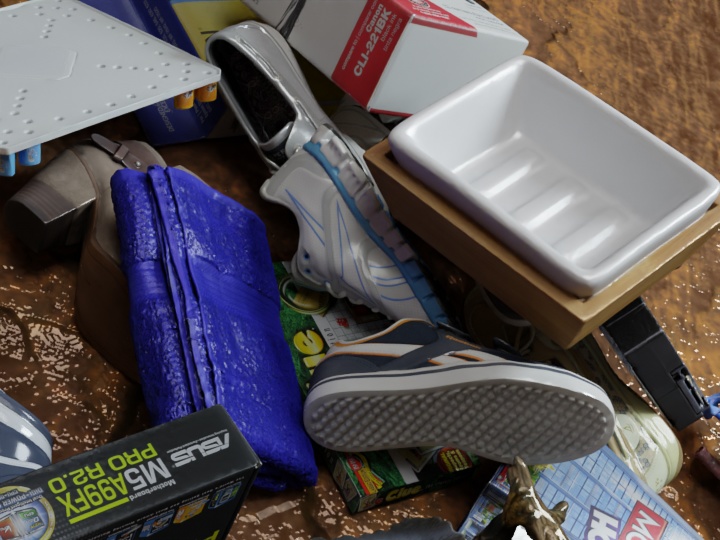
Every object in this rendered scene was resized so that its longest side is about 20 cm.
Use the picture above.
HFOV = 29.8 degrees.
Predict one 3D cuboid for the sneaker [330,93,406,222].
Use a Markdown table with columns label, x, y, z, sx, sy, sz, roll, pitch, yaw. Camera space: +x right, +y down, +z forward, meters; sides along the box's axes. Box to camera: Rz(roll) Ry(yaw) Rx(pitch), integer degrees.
| label | x | y | z | sx | sy | sz | roll | pitch | yaw |
| --- | --- | --- | --- | --- | --- | --- | --- | --- | --- |
| sneaker | 0.051 | -0.062 | 1.083 | 0.200 | 0.075 | 0.081 | 37 | 65 | 7 |

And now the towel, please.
| label | x | y | z | sx | sy | sz | roll | pitch | yaw |
| --- | --- | --- | --- | --- | --- | --- | --- | --- | --- |
| towel | -0.088 | 0.035 | 0.869 | 0.147 | 0.049 | 0.201 | 25 | 44 | -51 |

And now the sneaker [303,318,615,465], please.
| label | x | y | z | sx | sy | sz | roll | pitch | yaw |
| --- | --- | --- | --- | --- | --- | --- | --- | --- | --- |
| sneaker | 0.065 | 0.074 | 0.886 | 0.199 | 0.079 | 0.080 | 4 | 36 | 3 |

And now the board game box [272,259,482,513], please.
| label | x | y | z | sx | sy | sz | roll | pitch | yaw |
| --- | --- | --- | --- | --- | --- | --- | --- | --- | --- |
| board game box | -0.005 | 0.072 | 0.956 | 0.104 | 0.024 | 0.200 | -12 | 55 | -31 |

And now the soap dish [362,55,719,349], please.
| label | x | y | z | sx | sy | sz | roll | pitch | yaw |
| --- | --- | --- | --- | --- | --- | --- | --- | --- | --- |
| soap dish | 0.124 | -0.048 | 0.907 | 0.157 | 0.082 | 0.200 | -33 | 55 | -29 |

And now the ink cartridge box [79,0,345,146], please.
| label | x | y | z | sx | sy | sz | roll | pitch | yaw |
| --- | --- | --- | --- | --- | --- | --- | --- | --- | --- |
| ink cartridge box | -0.115 | -0.195 | 1.137 | 0.199 | 0.047 | 0.198 | -8 | 55 | -35 |

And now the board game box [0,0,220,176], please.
| label | x | y | z | sx | sy | sz | roll | pitch | yaw |
| --- | --- | --- | --- | --- | --- | --- | --- | --- | --- |
| board game box | -0.239 | -0.142 | 0.993 | 0.199 | 0.026 | 0.200 | 29 | 39 | 33 |

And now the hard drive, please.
| label | x | y | z | sx | sy | sz | roll | pitch | yaw |
| --- | --- | --- | --- | --- | --- | --- | --- | --- | --- |
| hard drive | 0.181 | 0.012 | 1.004 | 0.140 | 0.038 | 0.200 | 46 | 13 | -51 |

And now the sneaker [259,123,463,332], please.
| label | x | y | z | sx | sy | sz | roll | pitch | yaw |
| --- | --- | --- | --- | --- | --- | --- | --- | --- | --- |
| sneaker | 0.000 | 0.000 | 0.969 | 0.200 | 0.086 | 0.075 | 56 | 4 | 7 |

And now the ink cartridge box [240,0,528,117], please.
| label | x | y | z | sx | sy | sz | roll | pitch | yaw |
| --- | --- | --- | --- | --- | --- | --- | --- | --- | --- |
| ink cartridge box | 0.011 | -0.204 | 1.076 | 0.144 | 0.084 | 0.200 | 1 | 34 | -47 |

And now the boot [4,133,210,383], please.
| label | x | y | z | sx | sy | sz | roll | pitch | yaw |
| --- | --- | --- | --- | --- | --- | --- | --- | --- | --- |
| boot | -0.145 | -0.016 | 0.941 | 0.200 | 0.070 | 0.146 | 48 | 38 | 10 |

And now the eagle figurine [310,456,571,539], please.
| label | x | y | z | sx | sy | sz | roll | pitch | yaw |
| --- | --- | --- | --- | --- | --- | --- | --- | --- | --- |
| eagle figurine | 0.035 | 0.196 | 0.769 | 0.151 | 0.200 | 0.152 | 47 | 16 | -21 |

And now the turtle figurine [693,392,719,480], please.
| label | x | y | z | sx | sy | sz | roll | pitch | yaw |
| --- | --- | --- | --- | --- | --- | --- | --- | --- | --- |
| turtle figurine | 0.361 | 0.142 | 0.981 | 0.199 | 0.144 | 0.195 | -1 | 54 | -22 |

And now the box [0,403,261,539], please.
| label | x | y | z | sx | sy | sz | roll | pitch | yaw |
| --- | --- | --- | --- | --- | --- | --- | --- | --- | --- |
| box | -0.161 | 0.159 | 0.697 | 0.199 | 0.161 | 0.044 | -17 | 57 | -37 |

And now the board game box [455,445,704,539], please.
| label | x | y | z | sx | sy | sz | roll | pitch | yaw |
| --- | --- | --- | --- | --- | --- | --- | --- | --- | --- |
| board game box | 0.156 | 0.208 | 0.876 | 0.199 | 0.062 | 0.200 | 34 | 44 | 8 |

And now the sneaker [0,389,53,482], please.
| label | x | y | z | sx | sy | sz | roll | pitch | yaw |
| --- | --- | --- | --- | --- | --- | --- | --- | --- | --- |
| sneaker | -0.267 | 0.110 | 0.757 | 0.199 | 0.070 | 0.109 | 14 | 45 | -17 |

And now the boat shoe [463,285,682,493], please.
| label | x | y | z | sx | sy | sz | roll | pitch | yaw |
| --- | --- | --- | --- | --- | --- | --- | --- | --- | --- |
| boat shoe | 0.145 | 0.086 | 0.976 | 0.200 | 0.073 | 0.063 | 43 | 43 | 15 |

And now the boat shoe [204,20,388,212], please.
| label | x | y | z | sx | sy | sz | roll | pitch | yaw |
| --- | --- | --- | --- | --- | --- | --- | --- | --- | --- |
| boat shoe | -0.051 | -0.099 | 1.021 | 0.068 | 0.072 | 0.201 | -26 | 89 | -59 |

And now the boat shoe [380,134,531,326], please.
| label | x | y | z | sx | sy | sz | roll | pitch | yaw |
| --- | --- | --- | --- | --- | --- | --- | --- | --- | --- |
| boat shoe | 0.079 | -0.047 | 0.990 | 0.067 | 0.057 | 0.200 | -26 | 57 | -20 |
